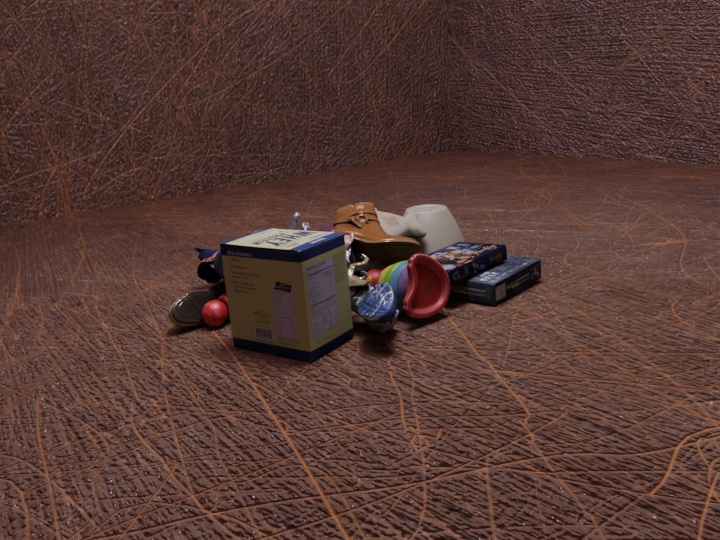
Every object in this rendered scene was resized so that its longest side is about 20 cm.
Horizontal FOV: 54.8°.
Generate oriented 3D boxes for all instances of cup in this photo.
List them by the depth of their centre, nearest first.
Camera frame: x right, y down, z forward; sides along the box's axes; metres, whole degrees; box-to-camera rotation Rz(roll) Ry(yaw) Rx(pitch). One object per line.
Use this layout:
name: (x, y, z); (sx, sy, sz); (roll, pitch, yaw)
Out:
cup: (0.168, -0.085, 1.734); (0.197, 0.145, 0.201); (-5, 16, 1)

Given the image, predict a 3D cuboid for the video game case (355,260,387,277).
video game case: (0.000, 0.000, 1.584); (0.197, 0.022, 0.182); (-4, -6, -10)

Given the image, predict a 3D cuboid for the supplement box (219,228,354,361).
supplement box: (-0.135, 0.037, 1.287); (0.198, 0.203, 0.134); (6, 18, 34)

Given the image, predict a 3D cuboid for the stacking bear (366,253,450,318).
stacking bear: (0.077, 0.033, 1.418); (0.113, 0.123, 0.199); (9, -5, -36)

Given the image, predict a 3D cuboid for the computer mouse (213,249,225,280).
computer mouse: (-0.212, 0.029, 1.459); (0.197, 0.143, 0.046); (6, -7, -10)

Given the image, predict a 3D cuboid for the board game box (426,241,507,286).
board game box: (0.204, -0.017, 1.499); (0.199, 0.035, 0.134); (-22, 20, -40)

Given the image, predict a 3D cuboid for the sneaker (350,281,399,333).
sneaker: (0.041, 0.074, 1.291); (0.077, 0.085, 0.200); (-47, 12, -5)

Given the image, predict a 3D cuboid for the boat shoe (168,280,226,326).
boat shoe: (-0.344, 0.078, 1.497); (0.076, 0.073, 0.199); (-20, 1, 34)

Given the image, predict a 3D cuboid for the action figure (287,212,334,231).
action figure: (-0.118, -0.062, 1.692); (0.197, 0.151, 0.134); (-10, -8, 21)

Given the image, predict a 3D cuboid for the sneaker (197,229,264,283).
sneaker: (-0.270, -0.019, 1.511); (0.198, 0.078, 0.112); (-25, 9, 24)

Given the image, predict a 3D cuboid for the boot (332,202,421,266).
boot: (0.031, -0.087, 1.507); (0.197, 0.074, 0.156); (-1, 46, 3)

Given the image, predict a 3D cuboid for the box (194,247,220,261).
box: (-0.307, -0.004, 1.674); (0.198, 0.121, 0.033); (7, 60, 36)

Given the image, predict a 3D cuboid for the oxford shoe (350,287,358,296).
oxford shoe: (-0.053, 0.039, 1.491); (0.070, 0.075, 0.200); (-1, 16, 18)

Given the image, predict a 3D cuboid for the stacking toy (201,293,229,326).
stacking toy: (-0.254, 0.063, 1.486); (0.085, 0.087, 0.199); (7, 26, 37)

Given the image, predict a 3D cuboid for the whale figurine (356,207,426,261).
whale figurine: (0.053, -0.078, 1.629); (0.198, 0.104, 0.160); (-14, 52, -25)

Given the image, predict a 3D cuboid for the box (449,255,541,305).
box: (0.277, 0.014, 1.513); (0.156, 0.052, 0.199); (9, 22, 41)

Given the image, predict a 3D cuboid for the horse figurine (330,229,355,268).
horse figurine: (-0.090, -0.018, 1.381); (0.198, 0.050, 0.134); (-16, 40, 26)

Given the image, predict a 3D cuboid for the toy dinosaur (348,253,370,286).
toy dinosaur: (-0.023, 0.016, 1.391); (0.198, 0.059, 0.101); (6, 35, 45)
